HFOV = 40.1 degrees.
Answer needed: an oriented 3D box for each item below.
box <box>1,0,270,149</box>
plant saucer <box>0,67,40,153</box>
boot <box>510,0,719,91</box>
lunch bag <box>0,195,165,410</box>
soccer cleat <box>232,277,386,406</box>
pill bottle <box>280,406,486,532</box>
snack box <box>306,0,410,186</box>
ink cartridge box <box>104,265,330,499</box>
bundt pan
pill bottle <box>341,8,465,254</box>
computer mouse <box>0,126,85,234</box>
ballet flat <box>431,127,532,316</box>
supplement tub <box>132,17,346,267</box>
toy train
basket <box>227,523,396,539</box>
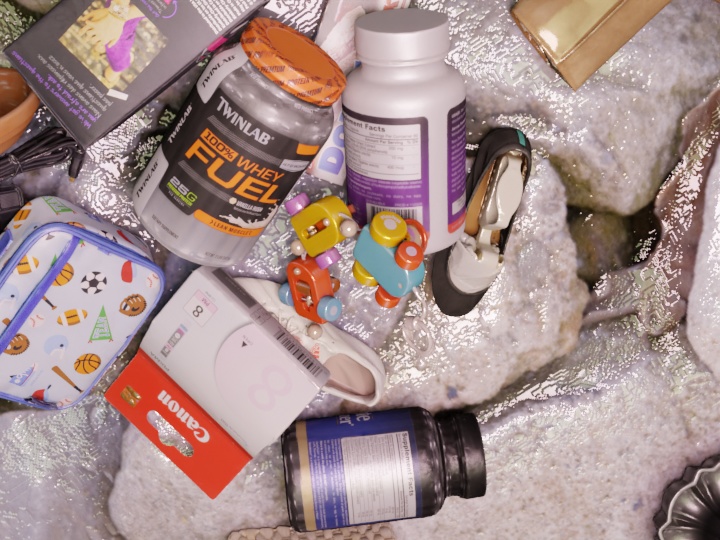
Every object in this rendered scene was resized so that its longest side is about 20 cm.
[{"bbox_3d":[-0.184,-0.211,0.846,0.200,0.122,0.106,-37,104,7],"label":"box"},{"bbox_3d":[-0.363,-0.117,0.823,0.199,0.201,0.038,-11,121,-2],"label":"plant saucer"},{"bbox_3d":[0.267,-0.239,0.915,0.200,0.066,0.175,-40,95,7],"label":"boot"},{"bbox_3d":[-0.290,0.037,0.908,0.160,0.076,0.200,28,106,-44],"label":"lunch bag"},{"bbox_3d":[-0.059,0.068,0.970,0.199,0.078,0.070,29,103,-13],"label":"soccer cleat"},{"bbox_3d":[0.023,0.198,1.001,0.198,0.112,0.113,-6,108,-4],"label":"pill bottle"},{"bbox_3d":[-0.016,-0.185,0.922,0.071,0.024,0.201,17,105,-13],"label":"snack box"},{"bbox_3d":[-0.148,0.116,0.952,0.162,0.057,0.200,43,107,2],"label":"ink cartridge box"},{"bbox_3d":[0.408,0.289,1.071,0.200,0.076,0.204,0,94,-2],"label":"bundt pan"},{"bbox_3d":[0.039,-0.124,0.885,0.111,0.112,0.201,-5,119,-4],"label":"pill bottle"},{"bbox_3d":[-0.320,-0.064,0.892,0.140,0.200,0.046,-32,78,-32],"label":"computer mouse"},{"bbox_3d":[0.117,-0.040,0.957,0.067,0.068,0.201,11,107,-13],"label":"ballet flat"},{"bbox_3d":[-0.105,-0.111,0.865,0.122,0.123,0.200,30,116,-14],"label":"supplement tub"},{"bbox_3d":[0.000,0.000,0.877,0.055,0.199,0.151,-32,120,-35],"label":"toy train"},{"bbox_3d":[-0.040,0.368,1.009,0.197,0.200,0.162,-6,102,-4],"label":"basket"}]
